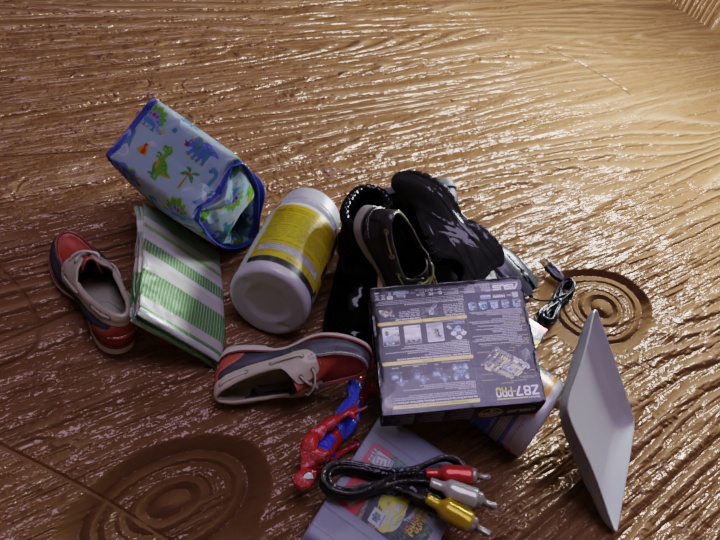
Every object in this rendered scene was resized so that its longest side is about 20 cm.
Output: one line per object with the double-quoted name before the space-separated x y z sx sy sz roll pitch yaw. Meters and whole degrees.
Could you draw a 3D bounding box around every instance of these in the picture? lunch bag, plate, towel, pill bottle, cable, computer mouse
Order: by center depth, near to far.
"cable" 0.055 0.228 0.776 0.195 0.051 0.098 18 41 -5
"towel" -0.234 0.016 0.899 0.152 0.023 0.203 39 26 -41
"plate" 0.305 0.190 0.904 0.032 0.203 0.200 -11 26 34
"pill bottle" 0.156 0.136 0.917 0.198 0.114 0.112 36 44 15
"pill bottle" -0.097 -0.021 0.977 0.111 0.116 0.202 20 42 0
"lunch bag" -0.229 -0.119 0.982 0.168 0.201 0.128 35 77 14
"computer mouse" 0.269 -0.007 1.157 0.199 0.047 0.139 41 47 21

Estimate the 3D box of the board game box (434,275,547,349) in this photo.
"board game box" 0.168 0.079 1.038 0.197 0.035 0.126 33 45 13

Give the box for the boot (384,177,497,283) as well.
"boot" 0.103 -0.030 1.036 0.160 0.066 0.205 -14 72 -15

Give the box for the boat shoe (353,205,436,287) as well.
"boat shoe" 0.062 -0.003 0.927 0.060 0.202 0.073 6 54 42

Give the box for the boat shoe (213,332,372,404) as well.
"boat shoe" -0.081 0.123 0.842 0.194 0.073 0.063 -5 33 3

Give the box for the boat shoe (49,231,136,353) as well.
"boat shoe" -0.336 0.013 0.877 0.070 0.064 0.201 -19 54 -33

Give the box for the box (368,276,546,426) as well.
"box" 0.112 0.095 0.847 0.194 0.050 0.165 -5 61 -4

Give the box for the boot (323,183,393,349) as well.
"boot" -0.002 -0.001 0.959 0.077 0.160 0.214 7 43 -8

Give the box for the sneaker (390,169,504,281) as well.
"sneaker" 0.108 -0.058 0.976 0.091 0.076 0.200 -43 77 -11

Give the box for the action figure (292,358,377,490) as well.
"action figure" -0.022 0.186 0.832 0.051 0.067 0.200 19 38 24

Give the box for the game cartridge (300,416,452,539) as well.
"game cartridge" 0.035 0.267 0.793 0.131 0.041 0.200 33 43 8
